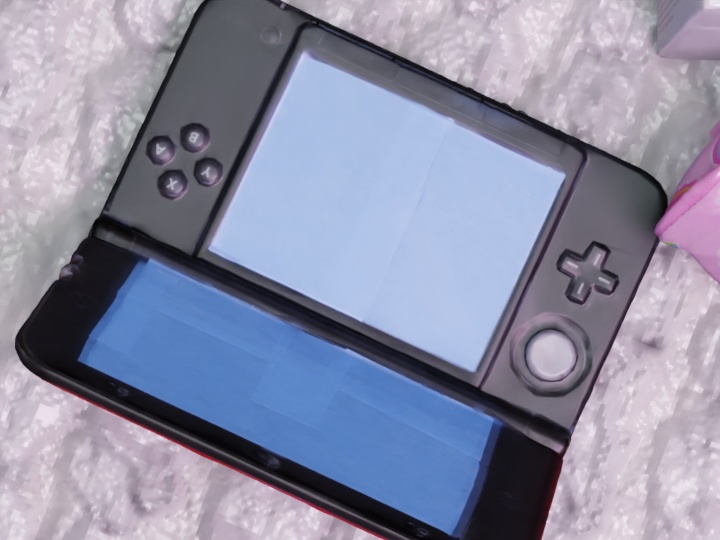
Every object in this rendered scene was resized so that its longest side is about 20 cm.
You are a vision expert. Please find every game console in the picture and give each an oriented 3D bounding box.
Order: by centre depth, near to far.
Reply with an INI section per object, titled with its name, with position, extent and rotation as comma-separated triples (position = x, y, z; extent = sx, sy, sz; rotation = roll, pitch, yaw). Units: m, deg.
[game console]
position = 0.000, 0.000, 1.100
extent = 0.200, 0.119, 0.173
rotation = 25, 85, 0

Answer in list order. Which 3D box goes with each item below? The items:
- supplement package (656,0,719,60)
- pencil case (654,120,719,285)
[supplement package]
position = 0.178, -0.184, 1.120
extent = 0.121, 0.120, 0.201
rotation = 1, 85, -2
[pencil case]
position = 0.202, 0.017, 1.125
extent = 0.200, 0.087, 0.087
rotation = 43, 85, 3
